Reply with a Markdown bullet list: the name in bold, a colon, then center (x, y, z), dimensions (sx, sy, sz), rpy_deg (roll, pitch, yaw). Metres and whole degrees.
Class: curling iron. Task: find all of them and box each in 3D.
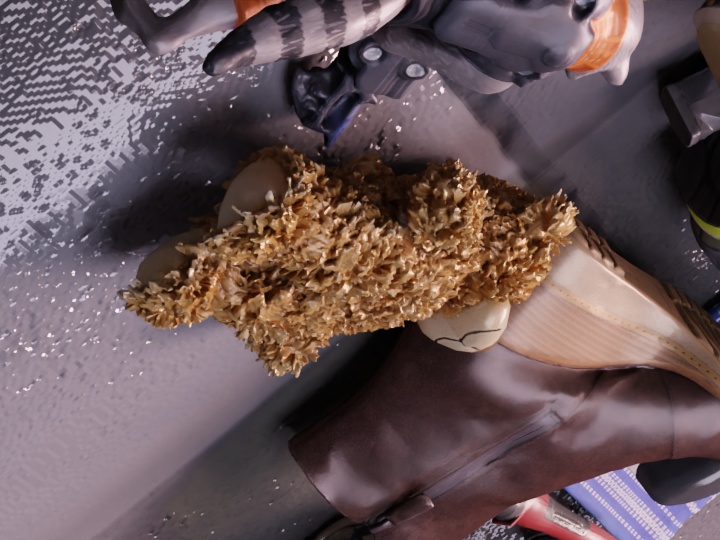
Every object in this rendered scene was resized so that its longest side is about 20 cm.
- **curling iron**: center (0.068, 0.116, 1.405), dimensions (0.050, 0.026, 0.200), rpy_deg (-25, 148, 22)

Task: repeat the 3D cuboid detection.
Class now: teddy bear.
- **teddy bear**: center (0.000, 0.000, 1.158), dimensions (0.145, 0.067, 0.200), rpy_deg (-34, 155, 19)

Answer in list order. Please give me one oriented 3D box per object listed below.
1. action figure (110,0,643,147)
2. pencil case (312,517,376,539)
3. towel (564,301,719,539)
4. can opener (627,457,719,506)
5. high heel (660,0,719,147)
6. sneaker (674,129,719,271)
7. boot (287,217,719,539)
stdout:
- **action figure**: center (0.013, -0.089, 1.044), dimensions (0.193, 0.105, 0.200), rpy_deg (3, 140, -28)
- **pencil case**: center (0.037, 0.178, 1.413), dimensions (0.089, 0.078, 0.200), rpy_deg (-44, 146, 5)
- **towel**: center (0.190, 0.059, 1.454), dimensions (0.200, 0.024, 0.145), rpy_deg (-39, 145, 5)
- **can opener**: center (0.215, 0.054, 1.397), dimensions (0.200, 0.067, 0.053), rpy_deg (-25, 143, -10)
- **high heel**: center (0.206, -0.101, 1.178), dimensions (0.142, 0.071, 0.200), rpy_deg (-26, -178, -8)
- **sneaker**: center (0.226, -0.063, 1.310), dimensions (0.200, 0.074, 0.081), rpy_deg (-26, 159, -10)
- **boot**: center (0.086, 0.074, 1.312), dimensions (0.166, 0.072, 0.200), rpy_deg (-44, 122, 15)
